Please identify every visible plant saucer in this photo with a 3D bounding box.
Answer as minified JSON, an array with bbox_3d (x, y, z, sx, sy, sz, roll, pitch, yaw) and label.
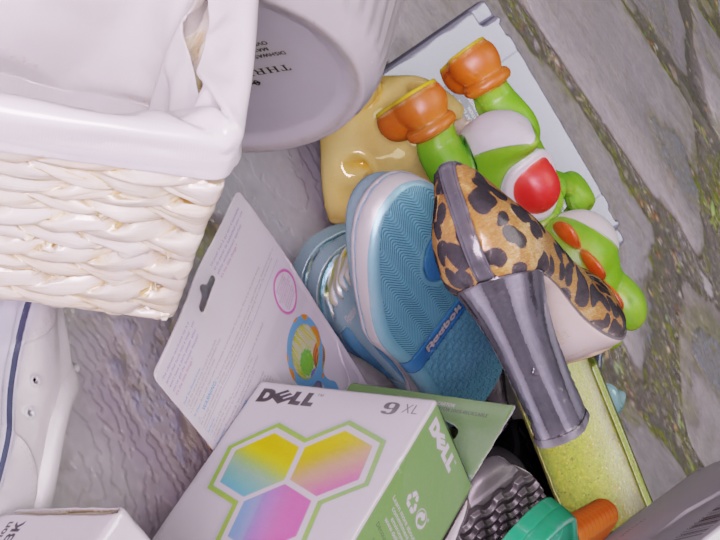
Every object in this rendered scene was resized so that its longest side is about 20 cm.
[{"bbox_3d":[0.148,0.123,0.987,0.200,0.047,0.202,25,44,-77],"label":"plant saucer"}]

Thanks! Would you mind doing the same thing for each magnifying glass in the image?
[{"bbox_3d":[0.094,0.142,0.785,0.022,0.080,0.200,36,15,17],"label":"magnifying glass"}]

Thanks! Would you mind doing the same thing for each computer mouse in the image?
[{"bbox_3d":[0.083,0.128,0.985,0.141,0.046,0.200,52,12,-9],"label":"computer mouse"}]

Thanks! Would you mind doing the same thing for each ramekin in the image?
[{"bbox_3d":[-0.070,-0.138,0.785,0.202,0.201,0.095,34,53,-45],"label":"ramekin"}]

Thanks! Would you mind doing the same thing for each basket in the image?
[{"bbox_3d":[-0.146,-0.074,0.587,0.198,0.124,0.137,9,53,-11],"label":"basket"}]

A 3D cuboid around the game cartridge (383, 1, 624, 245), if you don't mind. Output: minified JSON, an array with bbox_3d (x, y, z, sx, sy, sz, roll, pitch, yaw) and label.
[{"bbox_3d":[0.085,-0.067,1.082,0.133,0.040,0.201,-36,100,-23],"label":"game cartridge"}]

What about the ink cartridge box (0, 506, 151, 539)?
[{"bbox_3d":[-0.091,0.206,0.572,0.201,0.083,0.145,53,50,-23],"label":"ink cartridge box"}]

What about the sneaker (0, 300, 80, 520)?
[{"bbox_3d":[-0.153,0.024,0.659,0.071,0.072,0.202,45,43,-50],"label":"sneaker"}]

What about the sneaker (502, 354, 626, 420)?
[{"bbox_3d":[0.146,0.027,1.144,0.077,0.086,0.202,19,55,-55],"label":"sneaker"}]

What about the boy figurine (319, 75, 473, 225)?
[{"bbox_3d":[0.018,-0.070,0.998,0.200,0.064,0.125,46,73,-16],"label":"boy figurine"}]

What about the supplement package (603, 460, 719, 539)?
[{"bbox_3d":[0.181,0.184,0.810,0.199,0.156,0.112,-30,86,-28],"label":"supplement package"}]

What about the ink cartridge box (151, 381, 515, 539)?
[{"bbox_3d":[-0.018,0.107,0.719,0.201,0.103,0.060,-54,134,-38],"label":"ink cartridge box"}]

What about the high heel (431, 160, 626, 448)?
[{"bbox_3d":[0.082,-0.012,0.808,0.200,0.071,0.144,-68,135,-70],"label":"high heel"}]

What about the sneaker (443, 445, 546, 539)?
[{"bbox_3d":[0.044,0.135,0.840,0.090,0.070,0.201,48,-19,26],"label":"sneaker"}]

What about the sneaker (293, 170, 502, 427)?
[{"bbox_3d":[0.000,0.000,0.858,0.080,0.130,0.201,-46,145,-19],"label":"sneaker"}]

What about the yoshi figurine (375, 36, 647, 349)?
[{"bbox_3d":[0.097,-0.036,0.968,0.201,0.112,0.112,54,26,-1],"label":"yoshi figurine"}]

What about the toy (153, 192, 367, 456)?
[{"bbox_3d":[-0.050,0.072,0.808,0.201,0.047,0.116,55,41,-37],"label":"toy"}]
